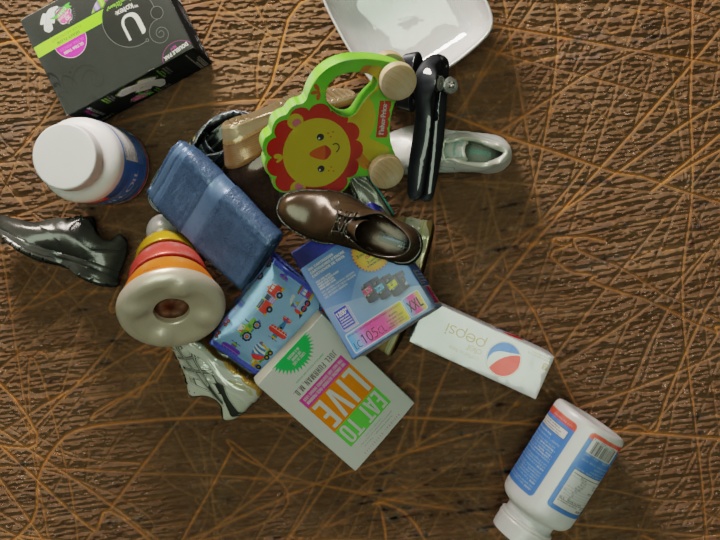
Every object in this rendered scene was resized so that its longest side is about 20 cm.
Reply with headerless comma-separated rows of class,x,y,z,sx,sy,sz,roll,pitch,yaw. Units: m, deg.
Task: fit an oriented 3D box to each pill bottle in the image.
pill bottle,0.273,0.293,1.272,0.112,0.112,0.201,32,94,1
pill bottle,-0.368,-0.148,1.228,0.111,0.200,0.113,0,94,3

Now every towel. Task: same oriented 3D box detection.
towel,-0.198,-0.077,1.232,0.200,0.048,0.112,45,120,9

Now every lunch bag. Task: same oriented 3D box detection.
lunch bag,-0.093,0.096,1.299,0.200,0.094,0.151,38,92,-9

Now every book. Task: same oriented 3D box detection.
book,-0.035,0.170,1.284,0.134,0.048,0.200,-47,110,-1

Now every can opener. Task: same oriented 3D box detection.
can opener,0.091,-0.194,1.221,0.063,0.078,0.202,-7,100,-41

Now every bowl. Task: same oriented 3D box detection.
bowl,0.067,-0.362,1.265,0.199,0.075,0.201,-32,90,4

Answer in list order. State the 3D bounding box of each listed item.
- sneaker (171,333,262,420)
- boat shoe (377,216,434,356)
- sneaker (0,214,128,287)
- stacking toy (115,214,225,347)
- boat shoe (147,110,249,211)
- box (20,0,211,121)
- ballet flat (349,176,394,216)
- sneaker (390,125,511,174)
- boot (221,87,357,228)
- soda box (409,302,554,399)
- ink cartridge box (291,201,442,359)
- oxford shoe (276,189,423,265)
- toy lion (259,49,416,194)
sneaker,-0.238,0.138,1.309,0.200,0.076,0.088,40,103,5
boat shoe,0.051,0.020,1.293,0.066,0.074,0.202,16,87,9
sneaker,-0.433,-0.046,1.317,0.198,0.076,0.091,22,84,-5
stacking toy,-0.268,-0.008,1.261,0.145,0.201,0.147,-8,136,-7
boat shoe,-0.233,-0.159,1.283,0.200,0.091,0.071,-41,90,4
box,-0.338,-0.319,1.264,0.199,0.124,0.149,-27,91,3
ballet flat,-0.023,-0.143,1.283,0.063,0.067,0.201,-30,93,-3
sneaker,0.117,-0.172,1.271,0.198,0.080,0.071,0,95,4
boot,-0.085,-0.153,1.246,0.198,0.072,0.168,-18,120,-4
soda box,0.172,0.109,1.291,0.199,0.064,0.069,24,94,1
ink cartridge box,0.000,0.000,1.229,0.136,0.076,0.201,-33,81,9
oxford shoe,-0.017,-0.063,1.152,0.198,0.084,0.073,15,91,9
toy lion,-0.035,-0.184,1.174,0.190,0.069,0.202,-1,121,-15
